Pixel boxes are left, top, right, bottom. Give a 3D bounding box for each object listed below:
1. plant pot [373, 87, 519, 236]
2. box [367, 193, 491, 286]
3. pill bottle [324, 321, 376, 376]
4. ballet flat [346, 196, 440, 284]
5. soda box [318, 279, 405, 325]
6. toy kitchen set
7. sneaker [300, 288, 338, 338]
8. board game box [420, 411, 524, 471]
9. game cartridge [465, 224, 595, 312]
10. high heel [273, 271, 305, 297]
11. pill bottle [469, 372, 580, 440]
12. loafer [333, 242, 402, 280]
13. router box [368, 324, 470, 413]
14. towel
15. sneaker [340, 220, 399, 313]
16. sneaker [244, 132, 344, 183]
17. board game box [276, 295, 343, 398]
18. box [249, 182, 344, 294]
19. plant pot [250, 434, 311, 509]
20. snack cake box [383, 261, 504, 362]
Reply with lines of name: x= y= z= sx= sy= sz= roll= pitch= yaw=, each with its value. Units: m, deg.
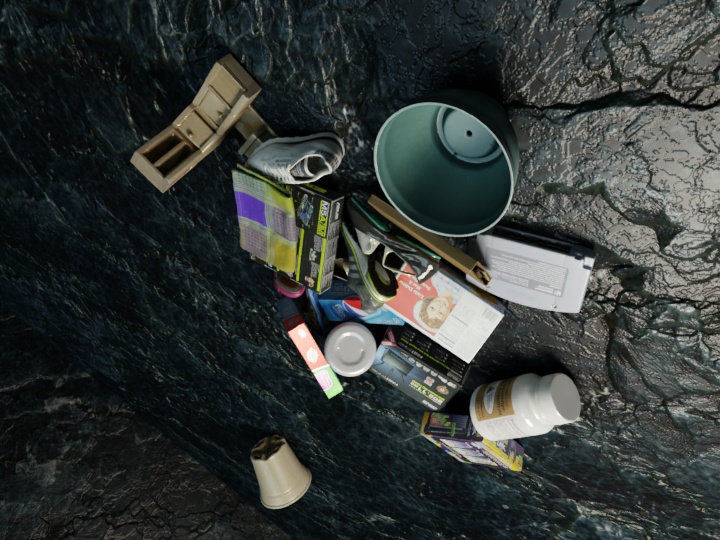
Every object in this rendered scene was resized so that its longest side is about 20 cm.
plant pot: x=0.136 y=-0.168 z=0.762 sx=0.198 sy=0.135 sz=0.202 roll=21 pitch=139 yaw=20
box: x=0.115 y=-0.047 z=0.876 sx=0.199 sy=0.021 sz=0.163 roll=37 pitch=-175 yaw=22
pill bottle: x=-0.024 y=0.173 z=1.203 sx=0.110 sy=0.111 sz=0.200 roll=35 pitch=173 yaw=2
ballet flat: x=0.043 y=-0.046 z=0.930 sx=0.199 sy=0.068 sz=0.069 roll=36 pitch=101 yaw=13
soda box: x=0.011 y=0.065 z=1.142 sx=0.198 sy=0.068 sz=0.065 roll=-1 pitch=128 yaw=38
toy kitchen set: x=-0.263 y=-0.229 z=0.970 sx=0.163 sy=0.181 sz=0.199 roll=45 pitch=140 yaw=-13
sneaker: x=-0.105 y=0.074 z=1.237 sx=0.082 sy=0.071 sz=0.202 roll=15 pitch=135 yaw=28
board game box: x=0.257 y=0.390 z=1.244 sx=0.164 sy=0.057 sz=0.200 roll=-7 pitch=143 yaw=40
game cartridge: x=0.274 y=-0.001 z=0.904 sx=0.198 sy=0.041 sz=0.135 roll=18 pitch=134 yaw=23
high heel: x=-0.149 y=0.040 z=1.182 sx=0.200 sy=0.066 sz=0.097 roll=-128 pitch=23 yaw=-64
pill bottle: x=0.321 y=0.265 z=1.069 sx=0.114 sy=0.115 sz=0.199 roll=45 pitch=141 yaw=-11
loafer: x=0.000 y=0.000 z=1.086 sx=0.197 sy=0.068 sz=0.077 roll=13 pitch=136 yaw=28
router box: x=0.125 y=0.215 z=1.209 sx=0.198 sy=0.062 sz=0.151 roll=31 pitch=142 yaw=8
towel: x=-0.179 y=-0.089 z=1.016 sx=0.142 sy=0.023 sz=0.202 roll=30 pitch=140 yaw=18
sneaker: x=-0.001 y=-0.011 z=0.997 sx=0.073 sy=0.202 sz=0.081 roll=11 pitch=133 yaw=-35
sneaker: x=-0.126 y=-0.185 z=0.952 sx=0.197 sy=0.081 sz=0.077 roll=-11 pitch=131 yaw=23
board game box: x=-0.116 y=0.170 z=1.234 sx=0.202 sy=0.040 sz=0.153 roll=63 pitch=174 yaw=-27
box: x=-0.131 y=-0.082 z=1.065 sx=0.191 sy=0.047 sz=0.203 roll=23 pitch=121 yaw=23
plant pot: x=-0.296 y=0.697 z=1.930 sx=0.198 sy=0.200 sz=0.186 roll=-3 pitch=115 yaw=39
snack cake box: x=0.148 y=0.060 z=0.994 sx=0.199 sy=0.067 sz=0.116 roll=34 pitch=111 yaw=3
